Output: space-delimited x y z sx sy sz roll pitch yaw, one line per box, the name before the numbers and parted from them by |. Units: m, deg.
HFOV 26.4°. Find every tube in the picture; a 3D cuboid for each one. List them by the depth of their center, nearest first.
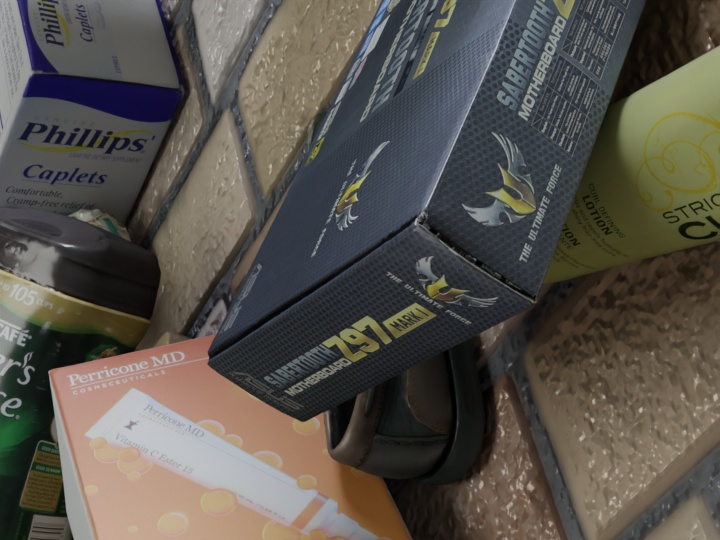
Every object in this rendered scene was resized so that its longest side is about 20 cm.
tube | 0.112 -0.039 0.487 0.200 0.058 0.052 -20 57 58

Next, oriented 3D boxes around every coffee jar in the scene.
coffee jar | -0.185 0.067 0.840 0.104 0.085 0.200 18 87 33

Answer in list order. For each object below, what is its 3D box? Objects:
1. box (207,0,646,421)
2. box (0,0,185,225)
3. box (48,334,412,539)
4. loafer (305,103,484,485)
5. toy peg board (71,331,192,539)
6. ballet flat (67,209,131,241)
box | 0.031 -0.055 0.555 0.158 0.051 0.200 -31 30 55
box | -0.213 -0.118 1.045 0.200 0.105 0.184 -58 39 40
box | -0.051 0.129 0.659 0.200 0.124 0.098 -119 23 -46
loafer | 0.000 0.000 0.675 0.072 0.063 0.200 -55 40 43
toy peg board | -0.114 0.173 0.848 0.200 0.098 0.199 -44 32 49
ballet flat | -0.190 0.057 1.012 0.064 0.076 0.200 36 121 40
